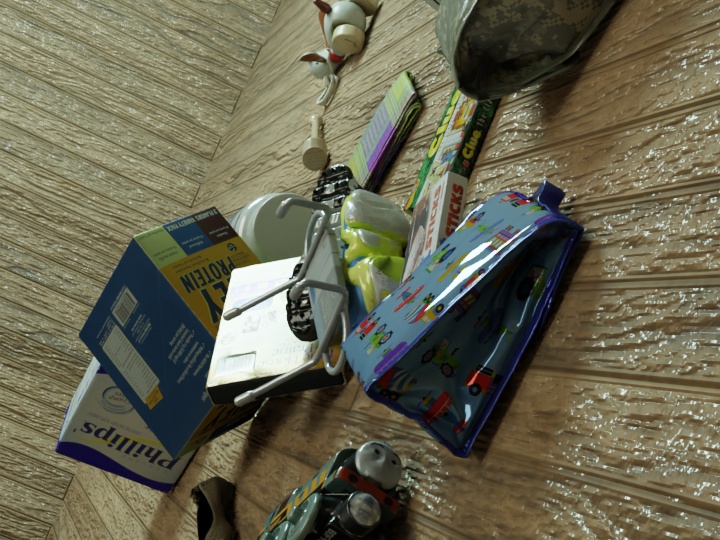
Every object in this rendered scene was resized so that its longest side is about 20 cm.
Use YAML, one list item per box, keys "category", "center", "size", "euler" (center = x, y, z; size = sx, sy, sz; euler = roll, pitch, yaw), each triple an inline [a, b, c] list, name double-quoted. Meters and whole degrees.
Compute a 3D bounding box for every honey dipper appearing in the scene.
- category: "honey dipper"
  center: [-0.068, -0.195, 2.022]
  size: [0.038, 0.038, 0.200]
  euler: [-61, 12, 18]

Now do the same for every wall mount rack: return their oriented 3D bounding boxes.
- category: "wall mount rack"
  center: [-0.070, 0.033, 1.322]
  size: [0.200, 0.074, 0.174]
  euler: [-102, 29, -45]

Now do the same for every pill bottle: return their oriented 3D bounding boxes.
- category: "pill bottle"
  center: [-0.115, -0.039, 1.764]
  size: [0.114, 0.113, 0.200]
  euler: [-68, 14, -12]

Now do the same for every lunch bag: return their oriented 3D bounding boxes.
- category: "lunch bag"
  center: [0.139, -0.242, 1.154]
  size: [0.200, 0.117, 0.164]
  euler: [-55, 17, 20]
- category: "lunch bag"
  center: [0.083, 0.016, 1.016]
  size: [0.200, 0.094, 0.151]
  euler: [-55, 12, 3]

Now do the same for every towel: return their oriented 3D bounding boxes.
- category: "towel"
  center: [0.016, -0.139, 1.637]
  size: [0.200, 0.023, 0.144]
  euler: [-61, 14, 16]

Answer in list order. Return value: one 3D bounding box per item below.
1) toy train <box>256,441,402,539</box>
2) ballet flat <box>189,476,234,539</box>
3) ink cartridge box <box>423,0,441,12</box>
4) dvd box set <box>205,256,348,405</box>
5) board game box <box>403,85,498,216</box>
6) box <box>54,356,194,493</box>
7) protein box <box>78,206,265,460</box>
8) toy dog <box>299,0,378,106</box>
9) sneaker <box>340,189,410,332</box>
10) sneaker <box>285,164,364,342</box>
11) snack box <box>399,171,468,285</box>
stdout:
- category: "toy train"
  center: [-0.033, 0.213, 1.109]
  size: [0.200, 0.085, 0.114]
  euler: [-51, 10, 45]
- category: "ballet flat"
  center: [-0.173, 0.293, 1.555]
  size: [0.068, 0.046, 0.200]
  euler: [-62, 14, 18]
- category: "ink cartridge box"
  center: [0.126, -0.314, 1.388]
  size: [0.116, 0.068, 0.200]
  euler: [-53, 13, -4]
- category: "dvd box set"
  center: [-0.079, 0.057, 1.450]
  size: [0.200, 0.146, 0.029]
  euler: [-85, -19, -53]
- category: "board game box"
  center: [0.102, -0.148, 1.331]
  size: [0.201, 0.023, 0.105]
  euler: [-68, 12, -10]
- category: "box"
  center: [-0.310, 0.194, 1.950]
  size: [0.200, 0.183, 0.105]
  euler: [-58, 17, 31]
- category: "protein box"
  center: [-0.196, 0.074, 1.612]
  size: [0.135, 0.200, 0.199]
  euler: [-26, -21, -46]
- category: "toy dog"
  center: [-0.053, -0.366, 2.121]
  size: [0.200, 0.096, 0.132]
  euler: [-53, 18, 41]
- category: "sneaker"
  center: [0.000, 0.000, 1.348]
  size: [0.105, 0.075, 0.200]
  euler: [-60, 16, 25]
- category: "sneaker"
  center: [-0.019, -0.007, 1.426]
  size: [0.066, 0.090, 0.201]
  euler: [-12, 53, 38]
- category: "snack box"
  center: [0.057, 0.013, 1.198]
  size: [0.072, 0.024, 0.201]
  euler: [-45, 28, 54]
